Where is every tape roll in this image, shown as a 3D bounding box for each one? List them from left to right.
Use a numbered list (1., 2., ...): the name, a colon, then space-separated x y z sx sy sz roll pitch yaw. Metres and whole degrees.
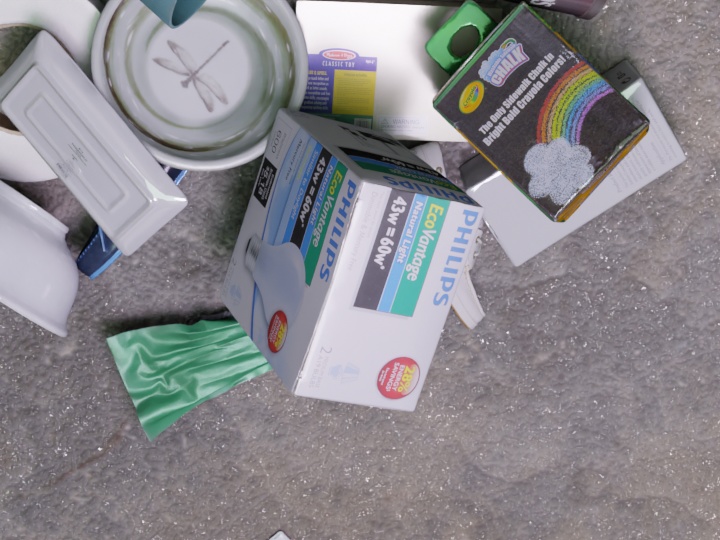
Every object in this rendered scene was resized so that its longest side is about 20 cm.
1. tape roll: -0.316 -0.183 1.366 0.201 0.037 0.204 -2 113 -4

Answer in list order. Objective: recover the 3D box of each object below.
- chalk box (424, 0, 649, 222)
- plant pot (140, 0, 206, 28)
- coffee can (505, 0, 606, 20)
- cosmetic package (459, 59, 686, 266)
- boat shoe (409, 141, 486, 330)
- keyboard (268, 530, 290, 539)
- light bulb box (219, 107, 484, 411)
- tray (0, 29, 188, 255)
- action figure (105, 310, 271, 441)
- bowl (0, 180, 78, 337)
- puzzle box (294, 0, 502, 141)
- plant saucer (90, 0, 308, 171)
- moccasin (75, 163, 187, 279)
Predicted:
1. chalk box: 0.149 -0.155 1.322 0.200 0.124 0.125 45 99 7
2. plant pot: -0.168 -0.335 1.238 0.160 0.201 0.201 35 106 -2
3. coffee can: 0.124 -0.314 1.292 0.198 0.147 0.148 10 111 -8
4. cosmetic package: 0.205 -0.105 1.426 0.199 0.074 0.102 -31 111 10
5. boat shoe: 0.092 -0.034 1.445 0.069 0.071 0.201 -26 115 0
6. keyboard: -0.144 0.367 1.623 0.200 0.011 0.056 -40 110 11
7. light bulb box: -0.014 -0.012 1.288 0.124 0.200 0.200 10 107 -28
8. tray: -0.252 -0.109 1.320 0.200 0.022 0.107 50 130 -5
9. action figure: -0.143 0.081 1.482 0.199 0.055 0.119 -21 112 -4
10. bowl: -0.336 -0.029 1.362 0.201 0.201 0.091 36 83 -17
11. puzzle box: 0.032 -0.193 1.399 0.198 0.025 0.134 2 113 -6
12. plant saucer: -0.149 -0.187 1.348 0.198 0.050 0.202 1 84 -11
13. moccasin: -0.217 -0.086 1.403 0.068 0.080 0.201 37 91 -13
